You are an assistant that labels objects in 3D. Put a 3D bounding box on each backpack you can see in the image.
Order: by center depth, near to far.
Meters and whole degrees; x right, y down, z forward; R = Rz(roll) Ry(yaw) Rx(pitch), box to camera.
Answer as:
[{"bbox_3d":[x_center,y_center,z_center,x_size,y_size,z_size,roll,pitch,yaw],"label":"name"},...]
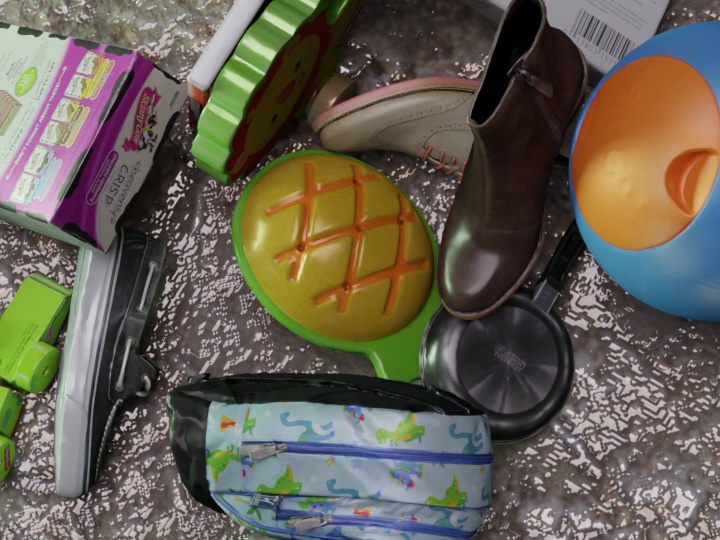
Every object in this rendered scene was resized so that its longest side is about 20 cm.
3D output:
[{"bbox_3d":[-0.008,0.128,1.530,0.200,0.163,0.154,-12,78,16],"label":"backpack"}]

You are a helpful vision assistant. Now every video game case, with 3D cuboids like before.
[{"bbox_3d":[-0.079,-0.173,1.616,0.017,0.200,0.143,32,83,0],"label":"video game case"}]

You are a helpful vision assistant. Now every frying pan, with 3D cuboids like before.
[{"bbox_3d":[0.127,0.043,1.597,0.190,0.031,0.115,-33,94,-17],"label":"frying pan"}]

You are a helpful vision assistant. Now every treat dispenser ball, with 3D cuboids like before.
[{"bbox_3d":[0.239,-0.065,1.522,0.201,0.201,0.201,-3,75,10],"label":"treat dispenser ball"}]

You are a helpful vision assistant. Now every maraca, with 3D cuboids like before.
[{"bbox_3d":[0.000,0.000,1.605,0.200,0.107,0.137,40,70,-3],"label":"maraca"}]

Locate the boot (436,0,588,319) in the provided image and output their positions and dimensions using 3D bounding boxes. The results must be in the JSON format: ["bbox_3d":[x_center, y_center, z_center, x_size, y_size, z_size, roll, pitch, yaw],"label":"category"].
[{"bbox_3d":[0.087,-0.074,1.511,0.072,0.166,0.200,22,84,20],"label":"boot"}]

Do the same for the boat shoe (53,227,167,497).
[{"bbox_3d":[-0.177,0.066,1.637,0.071,0.072,0.200,10,90,-13],"label":"boat shoe"}]

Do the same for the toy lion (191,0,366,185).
[{"bbox_3d":[-0.045,-0.156,1.589,0.069,0.192,0.200,32,112,11],"label":"toy lion"}]

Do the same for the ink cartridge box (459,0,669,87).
[{"bbox_3d":[0.141,-0.250,1.612,0.200,0.044,0.174,29,79,-25],"label":"ink cartridge box"}]

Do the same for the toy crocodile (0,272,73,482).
[{"bbox_3d":[-0.268,0.095,1.659,0.067,0.062,0.200,21,76,16],"label":"toy crocodile"}]

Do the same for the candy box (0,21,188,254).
[{"bbox_3d":[-0.227,-0.099,1.648,0.200,0.061,0.136,18,78,48],"label":"candy box"}]

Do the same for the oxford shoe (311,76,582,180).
[{"bbox_3d":[0.067,-0.096,1.616,0.200,0.071,0.074,-6,79,-6],"label":"oxford shoe"}]
